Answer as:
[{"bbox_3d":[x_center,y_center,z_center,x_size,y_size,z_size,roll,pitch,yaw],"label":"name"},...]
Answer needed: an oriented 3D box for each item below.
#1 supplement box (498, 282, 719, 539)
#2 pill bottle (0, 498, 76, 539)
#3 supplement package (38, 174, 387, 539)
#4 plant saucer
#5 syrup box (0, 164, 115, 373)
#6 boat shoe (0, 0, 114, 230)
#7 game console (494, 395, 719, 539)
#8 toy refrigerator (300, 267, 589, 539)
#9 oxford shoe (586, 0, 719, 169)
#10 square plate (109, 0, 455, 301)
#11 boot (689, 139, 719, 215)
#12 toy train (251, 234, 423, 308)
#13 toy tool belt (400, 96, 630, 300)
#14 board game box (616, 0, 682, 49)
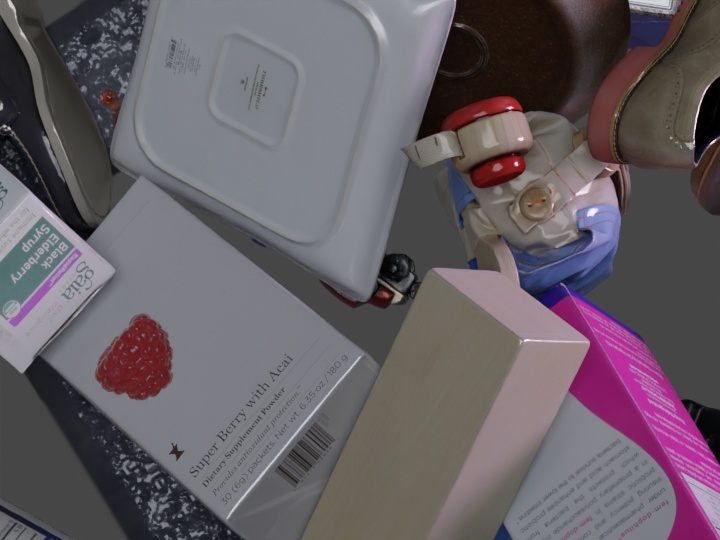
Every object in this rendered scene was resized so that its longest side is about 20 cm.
[{"bbox_3d":[0.139,0.124,1.423,0.101,0.103,0.200,-39,54,16],"label":"supplement box"},{"bbox_3d":[-0.207,0.196,1.494,0.199,0.111,0.111,28,84,6],"label":"pill bottle"},{"bbox_3d":[-0.076,0.062,1.464,0.200,0.120,0.121,37,86,35],"label":"supplement package"},{"bbox_3d":[0.056,-0.136,1.494,0.199,0.201,0.037,8,45,4],"label":"plant saucer"},{"bbox_3d":[-0.227,-0.027,1.483,0.079,0.200,0.081,-48,125,-4],"label":"syrup box"},{"bbox_3d":[-0.209,-0.106,1.564,0.063,0.073,0.201,-28,78,14],"label":"boat shoe"},{"bbox_3d":[0.138,0.156,1.486,0.116,0.176,0.201,25,84,-23],"label":"game console"},{"bbox_3d":[0.041,0.104,1.394,0.076,0.070,0.201,37,112,36],"label":"toy refrigerator"},{"bbox_3d":[0.209,-0.119,1.459,0.075,0.071,0.200,20,54,33],"label":"oxford shoe"},{"bbox_3d":[-0.055,-0.106,1.495,0.198,0.028,0.201,28,119,22],"label":"square plate"},{"bbox_3d":[0.240,-0.128,1.552,0.075,0.074,0.201,25,83,30],"label":"boot"},{"bbox_3d":[0.000,0.000,1.553,0.200,0.034,0.046,35,96,6],"label":"toy train"},{"bbox_3d":[0.099,-0.021,1.468,0.124,0.200,0.124,-20,79,8],"label":"toy tool belt"},{"bbox_3d":[0.129,-0.246,1.547,0.159,0.097,0.201,10,83,4],"label":"board game box"}]
